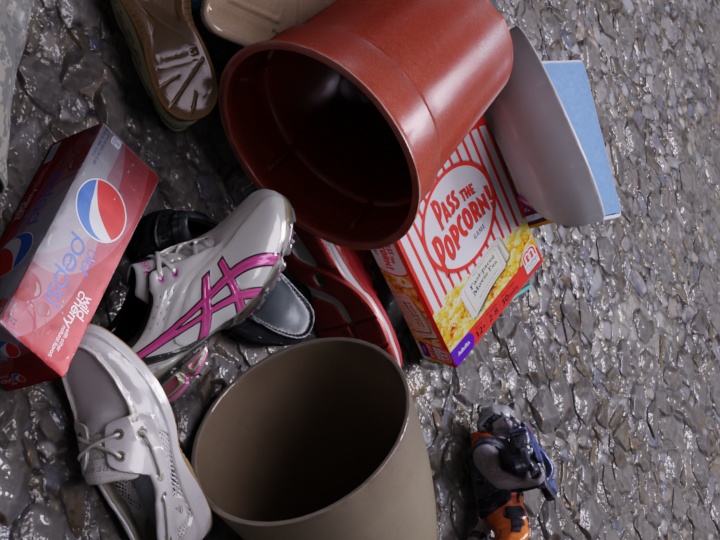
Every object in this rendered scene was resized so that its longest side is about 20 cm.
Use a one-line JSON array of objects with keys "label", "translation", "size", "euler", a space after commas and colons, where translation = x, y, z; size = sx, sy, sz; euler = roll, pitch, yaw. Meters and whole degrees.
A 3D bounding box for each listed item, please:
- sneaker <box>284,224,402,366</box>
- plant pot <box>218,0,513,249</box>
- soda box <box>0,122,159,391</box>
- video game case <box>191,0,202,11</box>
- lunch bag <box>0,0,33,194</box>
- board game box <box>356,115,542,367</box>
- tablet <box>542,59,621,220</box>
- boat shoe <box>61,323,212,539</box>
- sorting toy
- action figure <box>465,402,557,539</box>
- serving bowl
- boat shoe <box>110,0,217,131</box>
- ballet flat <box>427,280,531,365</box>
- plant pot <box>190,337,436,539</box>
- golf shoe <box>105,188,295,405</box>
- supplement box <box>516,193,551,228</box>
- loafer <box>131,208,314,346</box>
[{"label": "sneaker", "translation": [0.000, 0.000, 1.436], "size": [0.116, 0.078, 0.200], "euler": [-48, 117, -47]}, {"label": "plant pot", "translation": [0.018, -0.155, 1.317], "size": [0.195, 0.201, 0.201], "euler": [-47, 116, -35]}, {"label": "soda box", "translation": [-0.225, -0.012, 1.160], "size": [0.070, 0.063, 0.200], "euler": [47, 46, -31]}, {"label": "video game case", "translation": [-0.131, -0.337, 1.370], "size": [0.143, 0.018, 0.200], "euler": [-19, 94, -23]}, {"label": "lunch bag", "translation": [-0.299, -0.153, 1.049], "size": [0.168, 0.139, 0.200], "euler": [29, 58, -43]}, {"label": "board game box", "translation": [0.083, -0.033, 1.443], "size": [0.152, 0.046, 0.200], "euler": [-49, 133, -25]}, {"label": "tablet", "translation": [0.256, -0.154, 1.869], "size": [0.130, 0.014, 0.200], "euler": [-11, 87, -53]}, {"label": "boat shoe", "translation": [-0.177, 0.136, 1.166], "size": [0.069, 0.071, 0.200], "euler": [-46, 116, -49]}, {"label": "sorting toy", "translation": [-0.050, -0.278, 1.352], "size": [0.185, 0.036, 0.200], "euler": [16, 93, -52]}, {"label": "action figure", "translation": [0.134, 0.216, 1.518], "size": [0.200, 0.104, 0.194], "euler": [61, 26, -60]}, {"label": "serving bowl", "translation": [0.159, -0.125, 1.465], "size": [0.200, 0.066, 0.200], "euler": [-25, 90, -87]}, {"label": "boat shoe", "translation": [-0.174, -0.215, 1.305], "size": [0.073, 0.063, 0.200], "euler": [-11, 85, -22]}, {"label": "ballet flat", "translation": [0.106, 0.031, 1.578], "size": [0.200, 0.074, 0.074], "euler": [-37, 108, -56]}, {"label": "plant pot", "translation": [-0.012, 0.191, 1.292], "size": [0.200, 0.187, 0.187], "euler": [62, 37, -39]}, {"label": "golf shoe", "translation": [-0.129, 0.012, 1.203], "size": [0.200, 0.073, 0.092], "euler": [-52, 126, -6]}, {"label": "supplement box", "translation": [0.099, -0.104, 1.569], "size": [0.200, 0.110, 0.086], "euler": [23, 60, -47]}, {"label": "loafer", "translation": [-0.102, 0.009, 1.304], "size": [0.201, 0.070, 0.068], "euler": [35, 53, -41]}]
